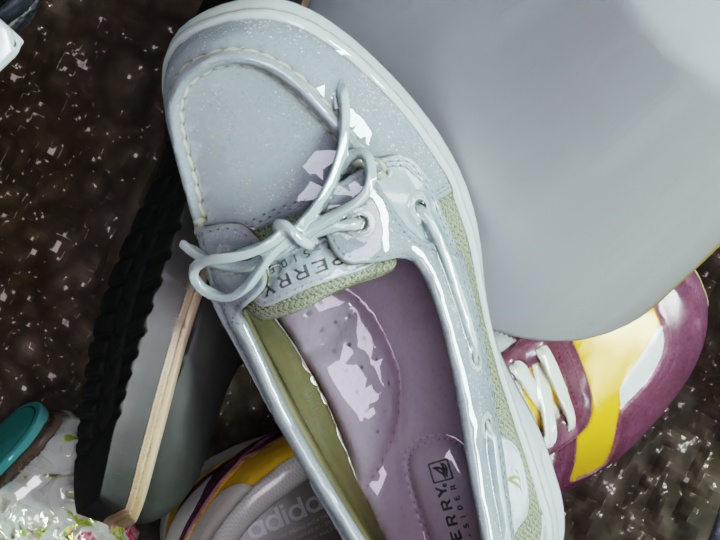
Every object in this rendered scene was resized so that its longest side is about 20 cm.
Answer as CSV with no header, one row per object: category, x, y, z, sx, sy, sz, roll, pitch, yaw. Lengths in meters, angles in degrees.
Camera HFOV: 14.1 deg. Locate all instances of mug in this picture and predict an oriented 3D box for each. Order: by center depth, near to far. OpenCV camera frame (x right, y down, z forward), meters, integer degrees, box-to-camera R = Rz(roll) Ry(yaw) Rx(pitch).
mug,0.093,-0.086,0.858,0.149,0.153,0.187,48,53,-4

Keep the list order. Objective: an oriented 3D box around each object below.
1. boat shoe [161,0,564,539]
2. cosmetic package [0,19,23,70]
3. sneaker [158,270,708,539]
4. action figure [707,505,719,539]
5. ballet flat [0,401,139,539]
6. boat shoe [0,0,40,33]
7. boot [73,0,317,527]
boat shoe,0.001,0.020,0.818,0.074,0.065,0.203,-17,109,16
cosmetic package,-0.200,-0.024,0.815,0.102,0.074,0.200,43,83,-10
sneaker,0.031,0.058,0.921,0.200,0.090,0.075,-32,100,-5
action figure,0.173,0.036,0.938,0.118,0.102,0.200,12,50,20
ballet flat,-0.150,0.123,0.906,0.200,0.076,0.064,-38,108,-2
boat shoe,-0.193,-0.112,0.879,0.199,0.060,0.076,7,94,-11
boot,0.000,0.000,0.901,0.138,0.077,0.201,23,75,-16
